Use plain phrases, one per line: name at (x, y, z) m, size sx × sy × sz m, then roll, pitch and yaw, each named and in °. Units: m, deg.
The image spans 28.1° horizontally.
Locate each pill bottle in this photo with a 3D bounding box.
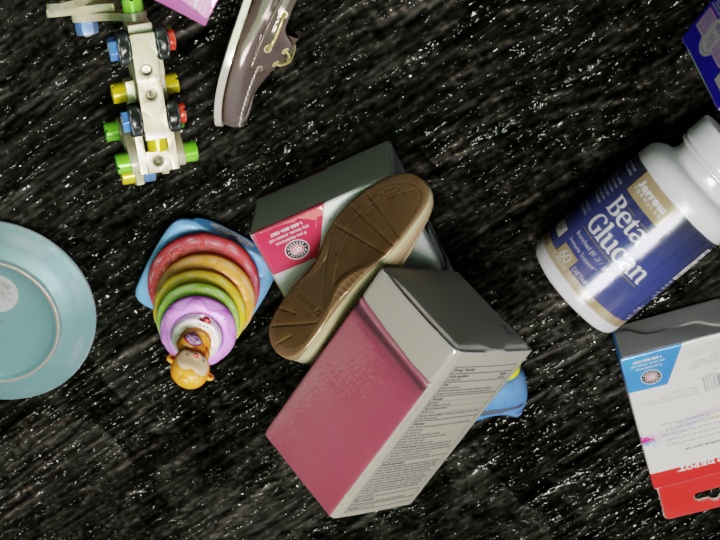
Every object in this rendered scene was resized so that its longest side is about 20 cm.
pill bottle at (0.267, -0.046, 1.317) m, size 0.111 × 0.111 × 0.200 m, roll 41°, pitch 109°, yaw -19°

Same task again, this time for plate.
plate at (-0.359, 0.046, 1.404) m, size 0.199 × 0.026 × 0.201 m, roll 0°, pitch 117°, yaw 0°

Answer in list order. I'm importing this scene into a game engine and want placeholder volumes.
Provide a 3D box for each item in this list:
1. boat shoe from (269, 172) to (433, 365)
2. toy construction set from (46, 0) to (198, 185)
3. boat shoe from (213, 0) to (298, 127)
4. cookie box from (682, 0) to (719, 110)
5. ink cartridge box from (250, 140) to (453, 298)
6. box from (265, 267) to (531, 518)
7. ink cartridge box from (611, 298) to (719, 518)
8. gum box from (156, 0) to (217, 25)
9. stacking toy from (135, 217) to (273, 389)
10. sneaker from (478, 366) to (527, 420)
boat shoe at (0.000, 0.000, 1.275) m, size 0.200 × 0.071 × 0.064 m, roll -49°, pitch 142°, yaw 12°
toy construction set at (-0.197, -0.166, 1.251) m, size 0.092 × 0.131 × 0.201 m, roll -25°, pitch 111°, yaw -7°
boat shoe at (-0.081, -0.213, 1.253) m, size 0.059 × 0.072 × 0.201 m, roll 16°, pitch 110°, yaw -5°
cookie box at (0.389, -0.147, 1.235) m, size 0.199 × 0.171 × 0.075 m, roll 30°, pitch 116°, yaw -14°
ink cartridge box at (0.006, 0.003, 1.354) m, size 0.145 × 0.084 × 0.201 m, roll -23°, pitch 115°, yaw 10°
box at (0.032, 0.107, 1.271) m, size 0.128 × 0.109 × 0.200 m, roll 3°, pitch 128°, yaw -54°
ink cartridge box at (0.331, 0.141, 1.436) m, size 0.115 × 0.067 × 0.201 m, roll -15°, pitch 116°, yaw 8°
gum box at (-0.135, -0.323, 1.196) m, size 0.113 × 0.066 × 0.201 m, roll 25°, pitch 114°, yaw -14°
stacking toy at (-0.148, 0.046, 1.308) m, size 0.116 × 0.200 × 0.110 m, roll 27°, pitch 114°, yaw -13°
sneaker at (0.067, 0.129, 1.429) m, size 0.199 × 0.066 × 0.079 m, roll -6°, pitch 121°, yaw 2°
